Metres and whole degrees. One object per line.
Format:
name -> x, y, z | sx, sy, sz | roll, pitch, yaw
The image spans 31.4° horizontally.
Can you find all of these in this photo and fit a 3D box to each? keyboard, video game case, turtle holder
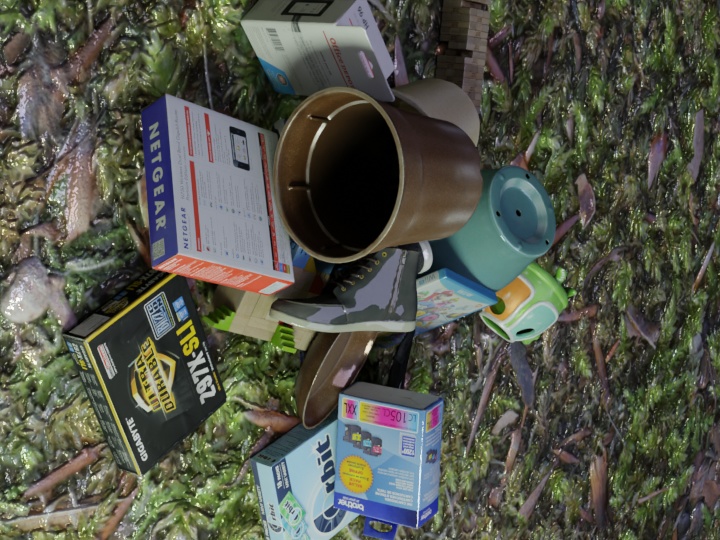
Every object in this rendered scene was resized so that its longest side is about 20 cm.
keyboard -> 0.035, 0.180, 1.854 | 0.104, 0.039, 0.201 | -62, 165, -52
video game case -> 0.073, 0.056, 1.797 | 0.143, 0.199, 0.018 | 25, 49, -50
turtle holder -> 0.257, 0.045, 2.079 | 0.132, 0.141, 0.186 | -52, 176, -9

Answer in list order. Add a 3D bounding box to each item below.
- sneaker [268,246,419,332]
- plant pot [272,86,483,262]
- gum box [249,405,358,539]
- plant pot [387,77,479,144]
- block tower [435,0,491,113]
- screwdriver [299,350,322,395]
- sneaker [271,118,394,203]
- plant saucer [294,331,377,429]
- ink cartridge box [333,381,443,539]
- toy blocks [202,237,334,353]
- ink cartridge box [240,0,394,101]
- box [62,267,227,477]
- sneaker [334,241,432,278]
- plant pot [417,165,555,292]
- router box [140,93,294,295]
sneaker -> -0.019, 0.017, 1.573 | 0.199, 0.075, 0.107 | 1, 98, -30
plant pot -> 0.034, -0.111, 1.535 | 0.197, 0.199, 0.202 | -2, 100, -49
gum box -> -0.061, 0.295, 1.798 | 0.199, 0.044, 0.171 | -30, 122, -43
plant pot -> 0.069, -0.177, 1.747 | 0.183, 0.199, 0.202 | -38, 127, -52
block tower -> 0.151, -0.327, 1.897 | 0.054, 0.058, 0.202 | -3, 102, -50
screwdriver -> -0.080, 0.095, 1.740 | 0.029, 0.028, 0.201 | -73, 154, -61
sneaker -> -0.036, -0.130, 1.658 | 0.200, 0.077, 0.076 | 43, 23, -25
plant saucer -> -0.035, 0.115, 1.703 | 0.201, 0.036, 0.201 | -55, 164, -25
ink cartridge box -> 0.038, 0.267, 1.761 | 0.076, 0.135, 0.202 | -22, 116, -60
toy blocks -> -0.101, 0.018, 1.609 | 0.199, 0.100, 0.138 | 18, 100, -48
ink cartridge box -> -0.037, -0.275, 1.562 | 0.068, 0.199, 0.116 | -52, 135, -29
box -> -0.250, 0.117, 1.519 | 0.160, 0.049, 0.201 | -42, 129, -39
sneaker -> 0.000, 0.000, 1.713 | 0.111, 0.200, 0.074 | -17, 85, -32
plant pot -> 0.167, -0.056, 1.823 | 0.199, 0.187, 0.202 | 15, 65, -36
router box -> -0.165, -0.086, 1.490 | 0.179, 0.049, 0.202 | 16, 59, -45
